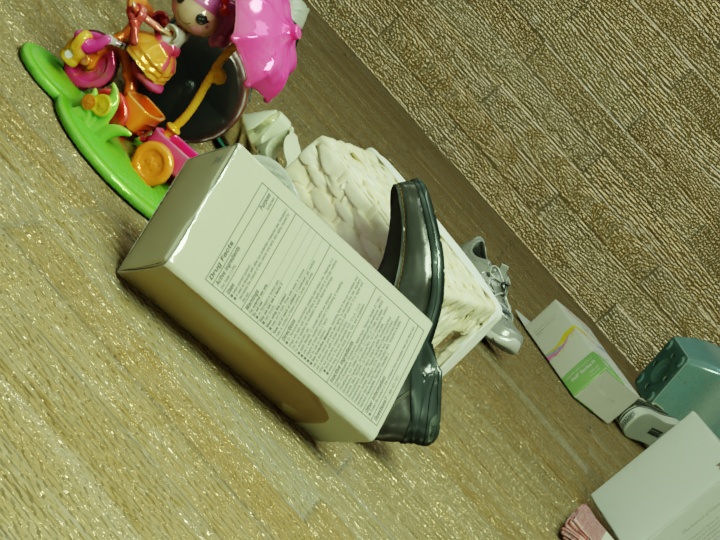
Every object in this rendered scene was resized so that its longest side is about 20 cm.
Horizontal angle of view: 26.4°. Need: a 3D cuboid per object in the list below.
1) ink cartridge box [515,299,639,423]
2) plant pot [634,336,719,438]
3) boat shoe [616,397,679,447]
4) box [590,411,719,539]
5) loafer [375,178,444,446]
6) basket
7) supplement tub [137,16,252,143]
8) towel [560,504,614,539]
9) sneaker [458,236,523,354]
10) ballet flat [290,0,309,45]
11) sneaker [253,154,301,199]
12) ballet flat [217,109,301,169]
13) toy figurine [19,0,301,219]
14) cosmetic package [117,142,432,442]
[{"bbox_3d":[0.324,0.124,2.317,0.117,0.067,0.201,37,15,-45],"label":"ink cartridge box"},{"bbox_3d":[0.613,0.233,2.780,0.199,0.197,0.196,36,13,-14],"label":"plant pot"},{"bbox_3d":[0.459,0.240,2.435,0.199,0.071,0.064,33,19,-49],"label":"boat shoe"},{"bbox_3d":[0.374,0.282,1.673,0.200,0.152,0.107,47,7,-33],"label":"box"},{"bbox_3d":[0.024,0.031,1.160,0.073,0.071,0.203,151,-60,-82],"label":"loafer"},{"bbox_3d":[0.000,0.000,1.296,0.201,0.136,0.123,53,16,24],"label":"basket"},{"bbox_3d":[-0.150,-0.189,1.435,0.107,0.107,0.200,45,11,-12],"label":"supplement tub"},{"bbox_3d":[0.274,0.323,1.531,0.201,0.023,0.144,52,9,11],"label":"towel"},{"bbox_3d":[0.161,0.026,1.976,0.075,0.082,0.201,37,15,-44],"label":"sneaker"},{"bbox_3d":[-0.123,-0.420,2.475,0.068,0.068,0.201,42,13,-31],"label":"ballet flat"},{"bbox_3d":[-0.050,0.020,1.188,0.115,0.072,0.202,92,-17,-64],"label":"sneaker"},{"bbox_3d":[-0.093,-0.114,1.487,0.068,0.072,0.201,42,12,-30],"label":"ballet flat"},{"bbox_3d":[-0.136,-0.163,1.187,0.200,0.184,0.150,48,11,9],"label":"toy figurine"},{"bbox_3d":[-0.055,0.019,1.040,0.200,0.106,0.071,44,-29,-25],"label":"cosmetic package"}]
